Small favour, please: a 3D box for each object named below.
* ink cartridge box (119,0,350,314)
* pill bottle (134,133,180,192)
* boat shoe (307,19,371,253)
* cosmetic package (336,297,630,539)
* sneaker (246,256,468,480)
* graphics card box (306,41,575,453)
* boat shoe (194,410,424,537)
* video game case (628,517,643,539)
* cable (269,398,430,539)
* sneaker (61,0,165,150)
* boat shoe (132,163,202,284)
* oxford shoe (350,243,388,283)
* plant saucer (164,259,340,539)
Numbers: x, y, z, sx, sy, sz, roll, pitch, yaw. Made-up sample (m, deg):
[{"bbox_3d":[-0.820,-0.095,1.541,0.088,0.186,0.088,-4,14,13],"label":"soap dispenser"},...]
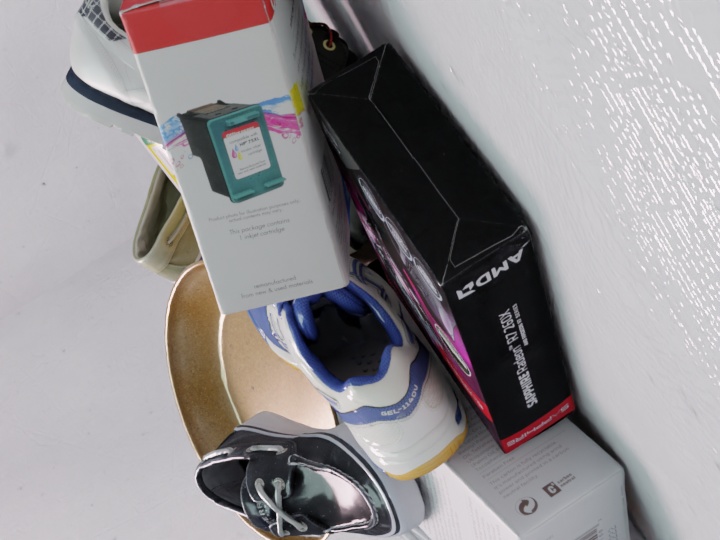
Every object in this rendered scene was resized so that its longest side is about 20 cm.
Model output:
[{"bbox_3d":[-0.059,-0.097,0.803,0.116,0.067,0.201,-90,-14,-60],"label":"ink cartridge box"},{"bbox_3d":[-0.061,-0.064,1.165,0.200,0.113,0.113,53,178,-19],"label":"pill bottle"},{"bbox_3d":[-0.030,-0.106,0.915,0.202,0.063,0.074,59,-164,-14],"label":"boat shoe"},{"bbox_3d":[0.062,0.105,0.949,0.200,0.071,0.102,42,154,43],"label":"cosmetic package"},{"bbox_3d":[-0.013,0.023,0.917,0.200,0.075,0.088,43,170,45],"label":"sneaker"},{"bbox_3d":[0.044,-0.004,0.825,0.126,0.051,0.200,57,175,29],"label":"graphics card box"},{"bbox_3d":[-0.037,0.127,1.003,0.199,0.068,0.072,8,123,57],"label":"boat shoe"},{"bbox_3d":[0.087,0.119,1.044,0.201,0.024,0.182,57,157,17],"label":"video game case"},{"bbox_3d":[0.002,0.117,1.234,0.200,0.069,0.200,46,179,-10],"label":"cable"},{"bbox_3d":[-0.083,-0.111,1.036,0.198,0.081,0.077,19,-154,-3],"label":"sneaker"},{"bbox_3d":[-0.111,-0.087,1.231,0.072,0.202,0.062,3,167,46],"label":"boat shoe"},{"bbox_3d":[0.000,0.000,1.051,0.085,0.072,0.200,52,162,13],"label":"oxford shoe"},{"bbox_3d":[-0.060,0.084,1.119,0.200,0.035,0.202,30,130,43],"label":"plant saucer"}]
